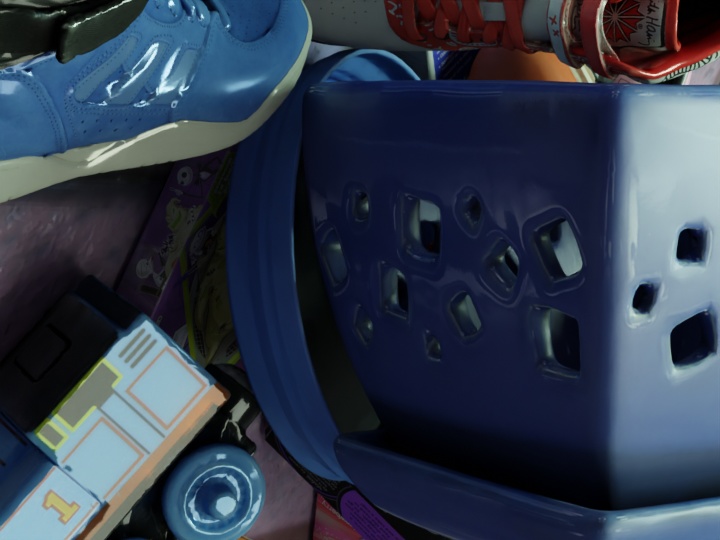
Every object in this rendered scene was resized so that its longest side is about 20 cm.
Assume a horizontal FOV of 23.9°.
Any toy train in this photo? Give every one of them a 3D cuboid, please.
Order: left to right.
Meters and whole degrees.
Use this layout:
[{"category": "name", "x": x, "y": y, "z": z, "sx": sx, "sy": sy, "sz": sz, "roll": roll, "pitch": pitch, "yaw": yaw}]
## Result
[{"category": "toy train", "x": -0.129, "y": 0.103, "z": 0.707, "sx": 0.200, "sy": 0.087, "sz": 0.114, "roll": -48, "pitch": 119, "yaw": -8}]

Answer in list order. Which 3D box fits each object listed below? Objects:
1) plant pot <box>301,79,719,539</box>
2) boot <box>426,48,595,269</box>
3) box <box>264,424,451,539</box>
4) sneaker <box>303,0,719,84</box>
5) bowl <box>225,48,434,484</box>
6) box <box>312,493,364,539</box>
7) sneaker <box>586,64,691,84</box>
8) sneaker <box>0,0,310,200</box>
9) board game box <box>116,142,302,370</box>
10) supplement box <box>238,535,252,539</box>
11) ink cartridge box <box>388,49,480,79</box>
[{"category": "plant pot", "x": 0.104, "y": 0.016, "z": 0.672, "sx": 0.199, "sy": 0.200, "sz": 0.181, "roll": -2, "pitch": 95, "yaw": -34}, {"category": "boot", "x": 0.071, "y": -0.026, "z": 0.809, "sx": 0.107, "sy": 0.075, "sz": 0.201, "roll": 7, "pitch": 79, "yaw": -58}, {"category": "box", "x": 0.064, "y": 0.053, "z": 0.934, "sx": 0.200, "sy": 0.122, "sz": 0.106, "roll": -40, "pitch": 168, "yaw": -34}, {"category": "sneaker", "x": 0.067, "y": -0.119, "z": 0.715, "sx": 0.200, "sy": 0.108, "sz": 0.068, "roll": -6, "pitch": 117, "yaw": -7}, {"category": "bowl", "x": 0.000, "y": 0.000, "z": 0.779, "sx": 0.200, "sy": 0.039, "sz": 0.202, "roll": 21, "pitch": 67, "yaw": -62}, {"category": "box", "x": 0.076, "y": 0.166, "z": 1.007, "sx": 0.095, "sy": 0.200, "sz": 0.103, "roll": -33, "pitch": 142, "yaw": -40}, {"category": "sneaker", "x": 0.118, "y": -0.065, "z": 0.911, "sx": 0.200, "sy": 0.070, "sz": 0.082, "roll": -56, "pitch": -179, "yaw": -34}, {"category": "sneaker", "x": -0.081, "y": -0.098, "z": 0.592, "sx": 0.199, "sy": 0.077, "sz": 0.111, "roll": -22, "pitch": 148, "yaw": -41}, {"category": "board game box", "x": -0.077, "y": 0.030, "z": 0.802, "sx": 0.201, "sy": 0.032, "sz": 0.120, "roll": -64, "pitch": 157, "yaw": 6}, {"category": "supplement box", "x": -0.129, "y": 0.193, "z": 0.810, "sx": 0.200, "sy": 0.069, "sz": 0.067, "roll": -33, "pitch": 134, "yaw": -47}, {"category": "ink cartridge box", "x": 0.053, "y": -0.129, "z": 0.858, "sx": 0.095, "sy": 0.037, "sz": 0.200, "roll": -47, "pitch": 152, "yaw": -25}]
